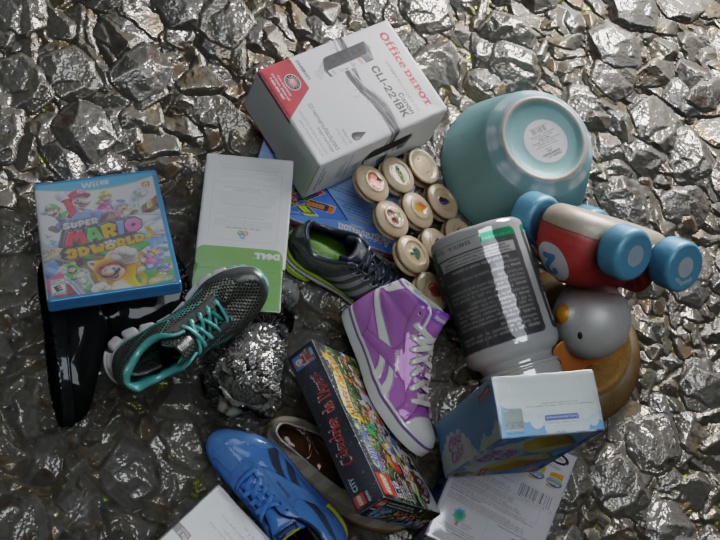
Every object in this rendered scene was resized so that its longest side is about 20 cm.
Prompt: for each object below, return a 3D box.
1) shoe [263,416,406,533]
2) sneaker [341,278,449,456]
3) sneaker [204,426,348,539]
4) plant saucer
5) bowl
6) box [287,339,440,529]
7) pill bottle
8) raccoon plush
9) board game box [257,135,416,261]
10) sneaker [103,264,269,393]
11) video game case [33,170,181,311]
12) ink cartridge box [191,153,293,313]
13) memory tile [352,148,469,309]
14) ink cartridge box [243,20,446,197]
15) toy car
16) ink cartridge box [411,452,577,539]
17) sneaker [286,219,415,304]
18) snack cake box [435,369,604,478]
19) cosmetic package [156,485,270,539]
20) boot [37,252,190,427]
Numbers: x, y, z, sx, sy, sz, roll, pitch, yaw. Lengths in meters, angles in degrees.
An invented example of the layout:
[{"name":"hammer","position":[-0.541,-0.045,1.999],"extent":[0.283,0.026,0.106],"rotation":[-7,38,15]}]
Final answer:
[{"name":"shoe","position":[-0.023,0.230,1.530],"extent":[0.199,0.053,0.070],"rotation":[33,66,-3]},{"name":"sneaker","position":[0.060,0.101,1.532],"extent":[0.114,0.073,0.201],"rotation":[-31,67,17]},{"name":"sneaker","position":[-0.094,0.249,1.481],"extent":[0.200,0.078,0.066],"rotation":[43,106,1]},{"name":"plant saucer","position":[0.262,0.091,1.673],"extent":[0.199,0.035,0.202],"rotation":[5,70,-15]},{"name":"bowl","position":[0.210,-0.145,1.702],"extent":[0.199,0.105,0.202],"rotation":[5,70,-14]},{"name":"box","position":[0.004,0.181,1.488],"extent":[0.038,0.136,0.201],"rotation":[-35,60,15]},{"name":"pill bottle","position":[0.162,0.049,1.566],"extent":[0.112,0.113,0.201],"rotation":[-14,81,-20]},{"name":"raccoon plush","position":[-0.117,0.077,1.511],"extent":[0.096,0.134,0.201],"rotation":[15,68,-10]},{"name":"board game box","position":[-0.037,-0.091,1.657],"extent":[0.199,0.019,0.103],"rotation":[20,66,-9]},{"name":"sneaker","position":[-0.178,0.069,1.432],"extent":[0.200,0.091,0.078],"rotation":[-36,107,-2]},{"name":"video game case","position":[-0.284,-0.037,1.505],"extent":[0.142,0.018,0.201],"rotation":[-8,43,-12]},{"name":"ink cartridge box","position":[-0.135,-0.032,1.552],"extent":[0.103,0.059,0.201],"rotation":[5,62,-4]},{"name":"memory tile","position":[0.080,-0.051,1.645],"extent":[0.153,0.017,0.201],"rotation":[-19,77,-48]},{"name":"ink cartridge box","position":[-0.017,-0.199,1.651],"extent":[0.199,0.084,0.145],"rotation":[-26,75,-29]},{"name":"toy car","position":[0.267,0.031,1.599],"extent":[0.176,0.184,0.201],"rotation":[11,100,-38]},{"name":"ink cartridge box","position":[0.160,0.251,1.564],"extent":[0.136,0.076,0.201],"rotation":[28,68,-4]},{"name":"sneaker","position":[0.000,0.000,1.602],"extent":[0.199,0.081,0.074],"rotation":[21,67,-8]},{"name":"snack cake box","position":[0.165,0.167,1.446],"extent":[0.114,0.200,0.068],"rotation":[-4,71,-15]},{"name":"cosmetic package","position":[-0.192,0.336,1.429],"extent":[0.113,0.081,0.200],"rotation":[46,65,1]},{"name":"boot","position":[-0.268,0.069,1.509],"extent":[0.161,0.073,0.200],"rotation":[-3,74,-23]}]
